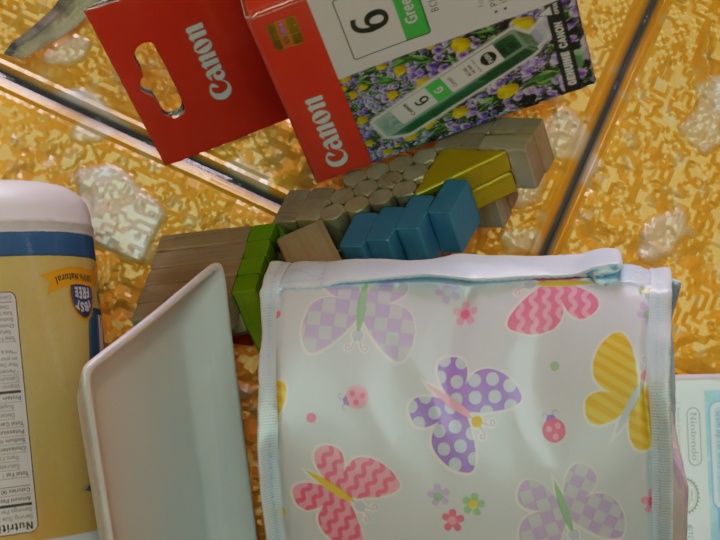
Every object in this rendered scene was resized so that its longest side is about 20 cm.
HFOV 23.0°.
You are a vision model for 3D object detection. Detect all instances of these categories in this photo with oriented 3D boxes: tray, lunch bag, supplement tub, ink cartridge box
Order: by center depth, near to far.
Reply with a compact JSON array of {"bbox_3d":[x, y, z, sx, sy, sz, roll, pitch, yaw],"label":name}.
[{"bbox_3d":[0.050,0.087,0.730,0.169,0.127,0.201,-3,111,9],"label":"lunch bag"},{"bbox_3d":[-0.080,0.106,0.734,0.022,0.107,0.201,6,115,24],"label":"tray"},{"bbox_3d":[-0.175,0.070,0.740,0.144,0.145,0.201,-6,87,-4],"label":"supplement tub"},{"bbox_3d":[-0.006,-0.098,0.767,0.199,0.109,0.050,-20,50,3],"label":"ink cartridge box"}]

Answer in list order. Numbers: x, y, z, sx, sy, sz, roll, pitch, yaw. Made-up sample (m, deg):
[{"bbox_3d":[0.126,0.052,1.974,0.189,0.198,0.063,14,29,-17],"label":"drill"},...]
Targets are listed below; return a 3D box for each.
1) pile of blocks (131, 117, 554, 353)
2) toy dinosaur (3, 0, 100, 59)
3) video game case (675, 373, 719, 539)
[{"bbox_3d":[0.000,0.000,0.789,0.199,0.082,0.062,-22,127,0],"label":"pile of blocks"},{"bbox_3d":[-0.090,-0.180,0.816,0.088,0.047,0.201,17,87,2],"label":"toy dinosaur"},{"bbox_3d":[0.183,0.147,0.816,0.181,0.024,0.201,-1,85,-4],"label":"video game case"}]
